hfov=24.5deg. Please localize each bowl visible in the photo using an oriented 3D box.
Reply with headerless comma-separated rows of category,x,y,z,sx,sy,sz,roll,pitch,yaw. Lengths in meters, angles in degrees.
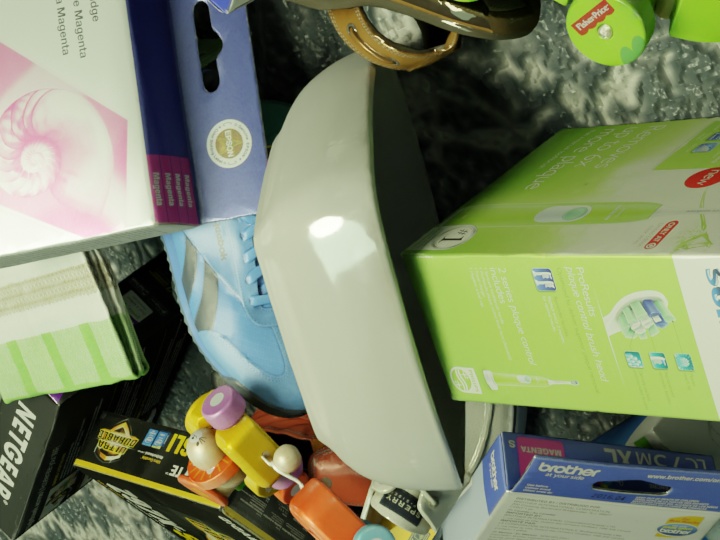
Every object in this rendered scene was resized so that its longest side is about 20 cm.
bowl,0.000,0.000,0.876,0.074,0.200,0.201,-11,119,9

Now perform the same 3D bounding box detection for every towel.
towel,-0.209,-0.021,1.017,0.148,0.031,0.202,-11,104,44

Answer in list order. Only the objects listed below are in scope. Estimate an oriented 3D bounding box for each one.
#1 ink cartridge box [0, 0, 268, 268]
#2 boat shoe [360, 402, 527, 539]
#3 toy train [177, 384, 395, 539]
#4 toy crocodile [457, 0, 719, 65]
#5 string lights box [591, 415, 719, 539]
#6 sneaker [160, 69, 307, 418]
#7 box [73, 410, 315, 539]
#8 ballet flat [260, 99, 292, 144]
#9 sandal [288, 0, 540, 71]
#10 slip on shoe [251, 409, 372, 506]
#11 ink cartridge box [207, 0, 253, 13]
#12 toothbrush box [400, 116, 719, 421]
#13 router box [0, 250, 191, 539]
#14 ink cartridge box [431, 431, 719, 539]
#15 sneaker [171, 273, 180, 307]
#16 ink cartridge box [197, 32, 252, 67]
ink cartridge box,-0.158,-0.111,0.910,0.198,0.043,0.198,-11,83,17
boat shoe,0.038,0.133,1.000,0.071,0.070,0.201,32,114,18
toy train,-0.047,0.132,0.932,0.150,0.056,0.200,45,170,-7
toy crocodile,0.089,-0.152,0.759,0.199,0.068,0.062,25,140,14
string lights box,0.155,0.147,0.947,0.103,0.059,0.200,49,142,2
sneaker,-0.066,-0.017,0.923,0.078,0.066,0.201,-42,67,48
box,-0.078,0.172,1.140,0.159,0.050,0.200,10,155,44
ballet flat,-0.101,-0.071,1.032,0.199,0.070,0.068,12,125,39
sandal,0.013,-0.132,0.855,0.199,0.081,0.055,15,115,42
slip on shoe,-0.005,0.129,1.096,0.199,0.061,0.075,9,122,38
ink cartridge box,-0.029,-0.215,0.794,0.076,0.136,0.201,41,140,16
toothbrush box,0.143,-0.005,0.773,0.199,0.145,0.087,2,120,45
router box,-0.195,0.092,1.190,0.051,0.149,0.200,42,140,12
ink cartridge box,0.105,0.139,0.859,0.118,0.042,0.201,7,143,-14
sneaker,-0.077,0.008,1.037,0.200,0.073,0.071,20,133,58
ink cartridge box,-0.173,-0.140,1.025,0.199,0.104,0.060,0,119,46
